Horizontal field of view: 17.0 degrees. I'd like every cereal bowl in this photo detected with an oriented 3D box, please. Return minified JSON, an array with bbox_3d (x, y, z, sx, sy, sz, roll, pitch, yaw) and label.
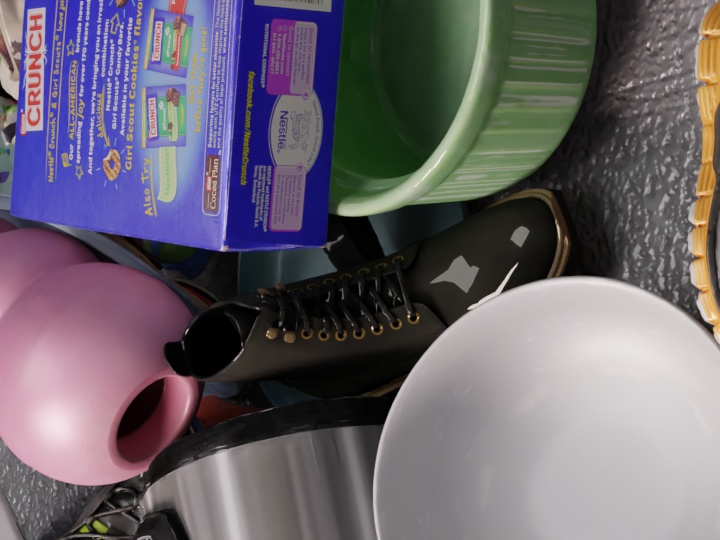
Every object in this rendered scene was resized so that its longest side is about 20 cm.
[{"bbox_3d":[0.111,0.108,1.192,0.200,0.083,0.201,-7,73,24],"label":"cereal bowl"}]

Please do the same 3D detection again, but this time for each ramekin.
[{"bbox_3d":[0.031,-0.128,1.268,0.200,0.098,0.201,0,90,48],"label":"ramekin"}]

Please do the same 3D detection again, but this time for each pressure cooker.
[{"bbox_3d":[-0.020,0.183,1.288,0.178,0.176,0.201,-22,70,28],"label":"pressure cooker"}]

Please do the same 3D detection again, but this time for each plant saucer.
[{"bbox_3d":[0.000,0.000,1.398,0.200,0.027,0.201,-9,79,48],"label":"plant saucer"}]

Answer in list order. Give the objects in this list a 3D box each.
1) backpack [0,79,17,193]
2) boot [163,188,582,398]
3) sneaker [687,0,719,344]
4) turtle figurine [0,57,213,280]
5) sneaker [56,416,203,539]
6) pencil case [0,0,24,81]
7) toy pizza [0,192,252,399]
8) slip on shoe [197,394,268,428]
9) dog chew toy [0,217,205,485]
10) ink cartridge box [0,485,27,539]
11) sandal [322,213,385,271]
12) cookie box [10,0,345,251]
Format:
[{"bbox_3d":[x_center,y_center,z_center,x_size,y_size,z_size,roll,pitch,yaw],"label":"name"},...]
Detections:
[{"bbox_3d":[-0.273,-0.029,1.629,0.177,0.150,0.201,-13,82,52],"label":"backpack"},{"bbox_3d":[0.006,0.018,1.264,0.200,0.138,0.078,-39,58,37],"label":"boot"},{"bbox_3d":[0.204,-0.038,1.136,0.077,0.078,0.201,-9,80,39],"label":"sneaker"},{"bbox_3d":[-0.148,-0.109,1.497,0.144,0.200,0.194,-37,47,-1],"label":"turtle figurine"},{"bbox_3d":[-0.140,0.164,1.391,0.071,0.083,0.200,21,95,49],"label":"sneaker"},{"bbox_3d":[-0.129,-0.183,1.431,0.078,0.199,0.090,-110,2,-72],"label":"pencil case"},{"bbox_3d":[-0.145,0.010,1.460,0.200,0.200,0.032,11,61,49],"label":"toy pizza"},{"bbox_3d":[-0.108,0.109,1.487,0.200,0.061,0.074,-2,118,55],"label":"slip on shoe"},{"bbox_3d":[-0.180,0.033,1.352,0.200,0.124,0.125,34,111,33],"label":"dog chew toy"},{"bbox_3d":[-0.229,0.237,1.536,0.145,0.084,0.200,78,165,-55],"label":"ink cartridge box"},{"bbox_3d":[-0.021,-0.084,1.372,0.048,0.075,0.201,-30,68,14],"label":"sandal"},{"bbox_3d":[-0.100,-0.104,1.284,0.200,0.075,0.172,10,97,49],"label":"cookie box"}]
